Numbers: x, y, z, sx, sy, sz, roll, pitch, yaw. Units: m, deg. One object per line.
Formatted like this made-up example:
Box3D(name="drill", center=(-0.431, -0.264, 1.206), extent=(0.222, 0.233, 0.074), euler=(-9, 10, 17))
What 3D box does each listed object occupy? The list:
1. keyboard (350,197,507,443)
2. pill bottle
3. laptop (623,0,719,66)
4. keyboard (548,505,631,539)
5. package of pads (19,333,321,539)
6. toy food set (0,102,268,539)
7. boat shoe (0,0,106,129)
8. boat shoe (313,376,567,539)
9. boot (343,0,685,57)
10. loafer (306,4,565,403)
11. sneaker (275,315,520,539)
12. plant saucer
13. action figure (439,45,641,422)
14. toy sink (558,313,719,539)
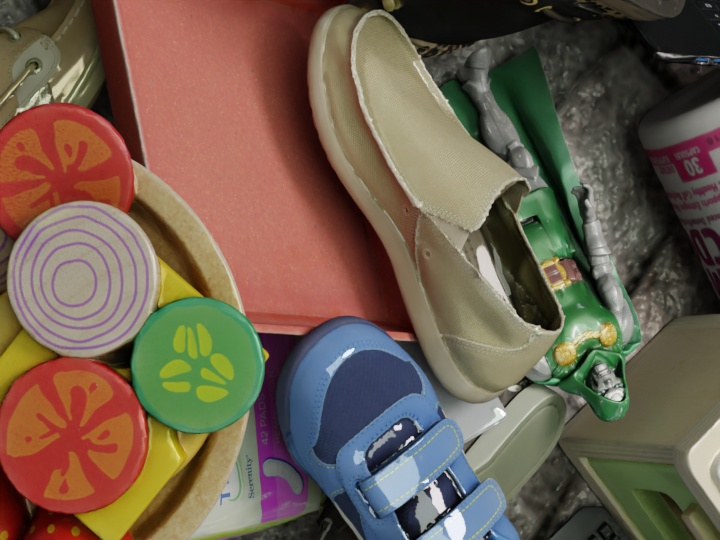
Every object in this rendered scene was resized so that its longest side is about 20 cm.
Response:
Box3D(name="keyboard", center=(0.000, 0.000, 0.964), extent=(0.056, 0.011, 0.201), euler=(-27, 79, -19))
Box3D(name="pill bottle", center=(0.241, -0.015, 1.042), extent=(0.113, 0.113, 0.201), euler=(-32, 99, -20))
Box3D(name="laptop", center=(0.217, -0.189, 0.996), extent=(0.198, 0.178, 0.104), euler=(2, 126, -21))
Box3D(name="keyboard", center=(0.095, 0.233, 1.019), extent=(0.200, 0.021, 0.127), euler=(-43, 102, -18))
Box3D(name="package of pads", center=(-0.107, 0.054, 0.886), extent=(0.199, 0.068, 0.156), euler=(-4, 89, -47))
Box3D(name="toy food set", center=(-0.140, 0.036, 0.771), extent=(0.200, 0.049, 0.198), euler=(39, 93, 4))
Box3D(name="boat shoe", center=(-0.164, -0.084, 0.906), extent=(0.065, 0.072, 0.201), euler=(32, 82, -18))
Box3D(name="boat shoe", center=(0.017, 0.121, 0.972), extent=(0.201, 0.060, 0.072), euler=(-42, 147, -18))
Box3D(name="boot", center=(0.042, -0.156, 0.904), extent=(0.199, 0.150, 0.074), euler=(15, 74, -45))
Box3D(name="loafer", center=(0.041, -0.039, 0.915), extent=(0.076, 0.068, 0.201), euler=(-31, 97, -55))
Box3D(name="sneaker", center=(0.029, 0.107, 0.879), extent=(0.074, 0.082, 0.201), euler=(-36, 119, -17))
Box3D(name="plant saucer", center=(-0.047, -0.061, 0.900), extent=(0.199, 0.037, 0.202), euler=(6, 67, -52))
Box3D(name="action figure", center=(0.085, -0.014, 0.979), extent=(0.117, 0.055, 0.201), euler=(-25, 76, -10))
Box3D(name="toy sink", center=(0.209, 0.105, 0.976), extent=(0.112, 0.200, 0.131), euler=(-41, 103, -18))
